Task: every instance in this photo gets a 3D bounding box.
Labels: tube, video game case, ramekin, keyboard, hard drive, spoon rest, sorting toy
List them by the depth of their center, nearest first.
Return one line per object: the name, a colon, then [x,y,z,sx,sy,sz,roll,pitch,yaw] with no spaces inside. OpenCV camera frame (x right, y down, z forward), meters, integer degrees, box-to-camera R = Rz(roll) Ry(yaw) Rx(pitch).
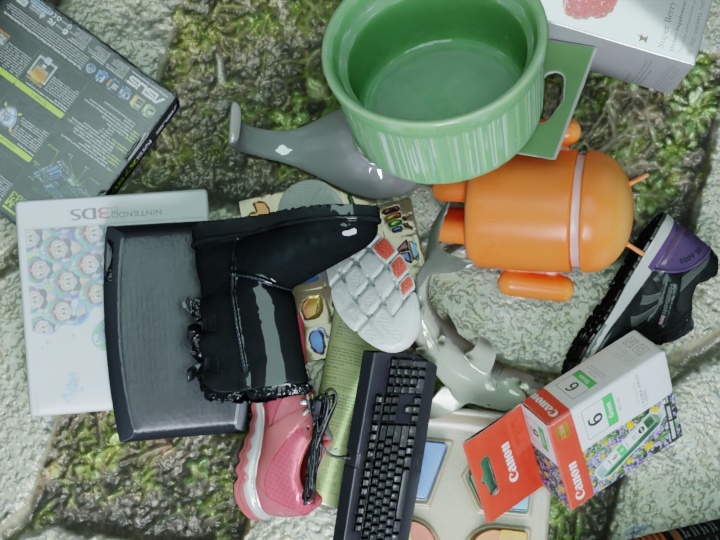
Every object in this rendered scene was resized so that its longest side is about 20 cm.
ramekin: [0.071,-0.173,1.458,0.198,0.098,0.201,-6,54,8]
keyboard: [0.002,0.171,1.485,0.126,0.021,0.202,6,96,-26]
hard drive: [-0.169,0.055,1.530,0.133,0.042,0.202,-3,90,-12]
sorting toy: [0.087,0.230,1.549,0.183,0.036,0.202,6,84,0]
video game case: [-0.227,0.029,1.552,0.180,0.024,0.202,-4,90,-11]
tube: [-0.012,0.123,1.553,0.058,0.052,0.202,15,84,-18]
spoon rest: [-0.032,-0.124,1.584,0.198,0.061,0.100,7,76,-12]

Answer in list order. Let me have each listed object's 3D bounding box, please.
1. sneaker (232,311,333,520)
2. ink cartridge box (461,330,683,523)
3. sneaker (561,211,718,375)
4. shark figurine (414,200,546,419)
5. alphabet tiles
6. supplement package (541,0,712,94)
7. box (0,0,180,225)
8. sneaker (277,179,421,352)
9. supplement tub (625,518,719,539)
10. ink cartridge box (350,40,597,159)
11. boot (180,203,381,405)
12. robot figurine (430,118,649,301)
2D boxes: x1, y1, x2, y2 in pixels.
sneaker: [-0.059,0.131,1.520,0.086,0.074,0.202,1,84,32]
ink cartridge box: [0.196,0.153,1.504,0.199,0.050,0.110,-31,126,-16]
sneaker: [0.267,0.050,1.553,0.087,0.076,0.201,34,85,-2]
shark figurine: [0.082,0.050,1.533,0.127,0.090,0.215,-21,119,18]
alphabet tiles: [-0.037,0.000,1.590,0.198,0.006,0.168,-13,84,-2]
supplement package: [0.226,-0.262,1.563,0.198,0.120,0.122,16,84,2]
box: [-0.308,-0.145,1.587,0.199,0.048,0.194,35,87,3]
sneaker: [0.000,0.000,1.525,0.077,0.082,0.201,-34,61,0]
supplement tub: [0.278,0.300,1.498,0.198,0.123,0.124,-13,84,-1]
ink cartridge box: [0.106,-0.158,1.531,0.198,0.048,0.146,13,57,18]
boot: [-0.068,0.031,1.459,0.196,0.073,0.164,-8,80,21]
robot figurine: [0.167,-0.055,1.534,0.198,0.117,0.145,3,66,12]
